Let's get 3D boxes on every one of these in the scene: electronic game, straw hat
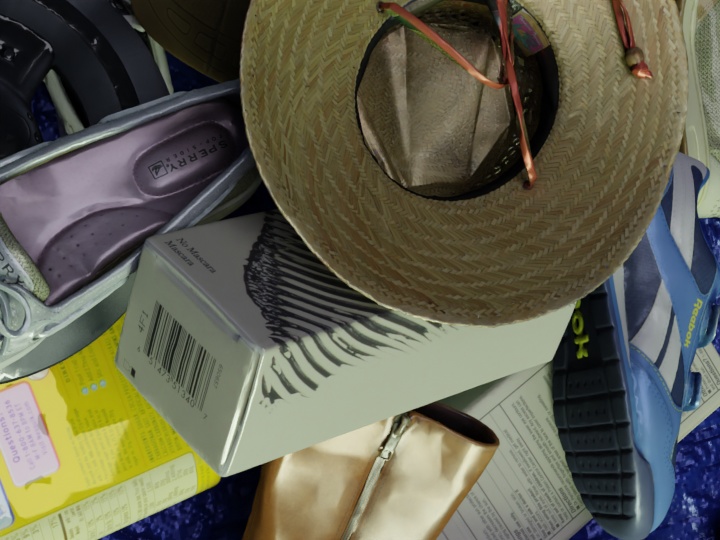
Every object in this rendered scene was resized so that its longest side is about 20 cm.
[{"bbox_3d":[-0.175,-0.048,0.680,0.200,0.042,0.200,4,77,-16],"label":"electronic game"},{"bbox_3d":[0.035,-0.070,0.669,0.201,0.085,0.202,2,83,-19],"label":"straw hat"}]

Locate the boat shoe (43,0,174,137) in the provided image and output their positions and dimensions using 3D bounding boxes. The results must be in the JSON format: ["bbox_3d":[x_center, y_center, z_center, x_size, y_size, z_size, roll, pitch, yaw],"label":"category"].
[{"bbox_3d":[-0.128,-0.115,0.750,0.072,0.066,0.200,-14,95,-22],"label":"boat shoe"}]

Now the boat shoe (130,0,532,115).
[{"bbox_3d":[-0.005,-0.119,0.736,0.200,0.063,0.073,8,117,-1],"label":"boat shoe"}]

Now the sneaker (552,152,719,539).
[{"bbox_3d":[0.140,0.030,0.776,0.082,0.074,0.200,-1,88,-24],"label":"sneaker"}]

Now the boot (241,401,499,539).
[{"bbox_3d":[-0.055,0.134,0.720,0.188,0.069,0.200,15,119,-17],"label":"boot"}]

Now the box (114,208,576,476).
[{"bbox_3d":[0.002,0.015,0.676,0.200,0.082,0.068,-17,136,-42],"label":"box"}]

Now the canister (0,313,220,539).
[{"bbox_3d":[-0.178,0.072,0.717,0.200,0.087,0.149,-22,96,-23],"label":"canister"}]

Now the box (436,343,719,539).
[{"bbox_3d":[0.088,0.084,0.833,0.200,0.078,0.095,-36,102,-19],"label":"box"}]

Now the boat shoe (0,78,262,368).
[{"bbox_3d":[-0.119,-0.018,0.633,0.202,0.065,0.075,-29,87,-20],"label":"boat shoe"}]

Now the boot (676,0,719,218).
[{"bbox_3d":[0.222,-0.125,0.898,0.154,0.072,0.200,3,83,-27],"label":"boot"}]
